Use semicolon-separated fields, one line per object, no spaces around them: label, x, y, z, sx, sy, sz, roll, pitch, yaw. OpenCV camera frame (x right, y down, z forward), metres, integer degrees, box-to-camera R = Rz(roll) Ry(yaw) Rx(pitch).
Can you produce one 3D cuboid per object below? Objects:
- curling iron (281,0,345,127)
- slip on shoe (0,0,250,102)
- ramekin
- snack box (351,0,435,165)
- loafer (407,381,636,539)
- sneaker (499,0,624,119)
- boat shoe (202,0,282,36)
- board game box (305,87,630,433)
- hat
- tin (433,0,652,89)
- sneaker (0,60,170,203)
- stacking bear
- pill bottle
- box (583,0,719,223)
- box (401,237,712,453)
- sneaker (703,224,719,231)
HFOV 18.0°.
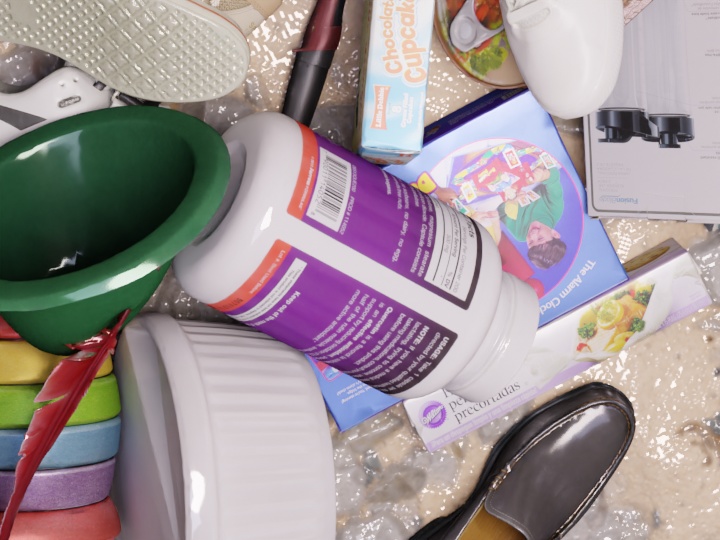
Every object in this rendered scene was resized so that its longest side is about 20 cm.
curling iron;-0.033;-0.135;1.337;0.049;0.025;0.201;-1;112;-44
slip on shoe;-0.152;-0.150;1.278;0.199;0.061;0.074;17;127;11
ramekin;-0.080;0.122;1.310;0.094;0.202;0.204;-3;103;-18
snack box;0.023;-0.163;1.272;0.037;0.116;0.202;5;90;-3
loafer;0.098;0.154;1.396;0.073;0.072;0.200;41;94;-12
sneaker;0.085;-0.181;1.238;0.075;0.088;0.202;-15;83;38
boat shoe;-0.121;-0.215;1.293;0.064;0.071;0.200;-38;114;-2
board game box;0.043;-0.010;1.367;0.199;0.045;0.135;-27;104;0
hat;-0.145;0.031;1.266;0.199;0.166;0.177;-19;127;-2
tin;0.122;-0.185;1.287;0.200;0.042;0.112;-41;63;33
sneaker;-0.143;-0.085;1.313;0.198;0.074;0.089;4;100;-5
stacking bear;-0.197;0.058;1.325;0.113;0.121;0.202;-1;94;1
pill bottle;0.000;0.000;1.273;0.199;0.112;0.113;28;98;-25
box;0.188;-0.130;1.311;0.060;0.116;0.202;-13;101;-48
box;0.118;0.045;1.391;0.199;0.041;0.039;-28;104;1
sneaker;0.265;-0.104;1.357;0.077;0.080;0.201;25;117;6
